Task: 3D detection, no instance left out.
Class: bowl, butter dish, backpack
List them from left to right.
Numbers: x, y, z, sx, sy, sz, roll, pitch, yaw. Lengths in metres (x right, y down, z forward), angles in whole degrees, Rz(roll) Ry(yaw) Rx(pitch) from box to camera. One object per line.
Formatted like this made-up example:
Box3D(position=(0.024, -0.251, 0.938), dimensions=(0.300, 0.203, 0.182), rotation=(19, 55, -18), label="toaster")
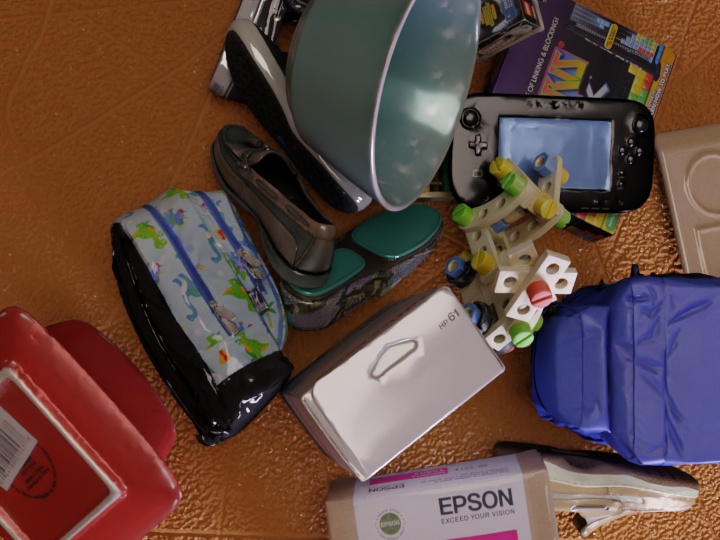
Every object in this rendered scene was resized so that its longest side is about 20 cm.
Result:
Box3D(position=(-0.234, 0.128, 0.774), dimensions=(0.200, 0.148, 0.200), rotation=(47, 120, -3), label="butter dish")
Box3D(position=(-0.137, 0.029, 0.798), dimensions=(0.200, 0.163, 0.154), rotation=(45, 71, 4), label="backpack")
Box3D(position=(0.012, -0.159, 0.746), dimensions=(0.104, 0.201, 0.203), rotation=(19, 80, 21), label="bowl")
Box3D(position=(0.233, 0.078, 0.826), dimensions=(0.165, 0.200, 0.165), rotation=(6, 88, 0), label="backpack")

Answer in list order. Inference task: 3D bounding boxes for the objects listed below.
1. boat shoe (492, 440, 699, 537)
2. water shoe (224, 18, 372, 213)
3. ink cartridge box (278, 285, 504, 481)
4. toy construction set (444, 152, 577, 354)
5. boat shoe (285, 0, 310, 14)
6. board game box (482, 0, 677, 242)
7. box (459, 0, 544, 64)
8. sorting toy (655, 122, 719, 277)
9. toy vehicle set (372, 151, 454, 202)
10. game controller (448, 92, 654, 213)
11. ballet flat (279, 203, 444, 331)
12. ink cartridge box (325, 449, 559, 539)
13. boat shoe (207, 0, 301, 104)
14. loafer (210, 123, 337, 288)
Box3D(position=(0.218, 0.213, 0.879), dimensions=(0.197, 0.072, 0.077), rotation=(8, 91, 2), label="boat shoe")
Box3D(position=(-0.044, -0.148, 0.839), dimensions=(0.079, 0.071, 0.201), rotation=(-42, 108, -23), label="water shoe")
Box3D(position=(0.017, 0.092, 0.784), dimensions=(0.144, 0.200, 0.085), rotation=(-36, 90, -11), label="ink cartridge box")
Box3D(position=(0.130, -0.011, 0.771), dimensions=(0.092, 0.201, 0.131), rotation=(39, 116, -18), label="toy construction set")
Box3D(position=(0.023, -0.258, 0.797), dimensions=(0.091, 0.199, 0.071), rotation=(-46, 123, -31), label="boat shoe")
Box3D(position=(0.201, -0.155, 0.917), dimensions=(0.163, 0.057, 0.203), rotation=(23, 81, -8), label="board game box")
Box3D(position=(0.080, -0.285, 0.847), dimensions=(0.040, 0.136, 0.203), rotation=(4, 71, -50), label="box")
Box3D(position=(0.401, -0.056, 0.955), dimensions=(0.182, 0.036, 0.203), rotation=(-10, 81, -11), label="sorting toy")
Box3D(position=(0.026, -0.167, 0.902), dimensions=(0.122, 0.027, 0.204), rotation=(-2, 84, -10), label="toy vehicle set")
Box3D(position=(0.177, -0.107, 0.859), dimensions=(0.197, 0.042, 0.106), rotation=(1, 85, -8), label="game controller")
Box3D(position=(0.000, 0.000, 0.855), dimensions=(0.199, 0.072, 0.073), rotation=(-30, 89, -39), label="ballet flat")
Box3D(position=(0.076, 0.260, 0.815), dimensions=(0.197, 0.075, 0.168), rotation=(-10, 91, 4), label="ink cartridge box")
Box3D(position=(-0.078, -0.248, 0.874), dimensions=(0.065, 0.070, 0.203), rotation=(23, 81, -14), label="boat shoe")
Box3D(position=(-0.070, -0.073, 0.810), dimensions=(0.071, 0.063, 0.201), rotation=(-2, 44, -36), label="loafer")
